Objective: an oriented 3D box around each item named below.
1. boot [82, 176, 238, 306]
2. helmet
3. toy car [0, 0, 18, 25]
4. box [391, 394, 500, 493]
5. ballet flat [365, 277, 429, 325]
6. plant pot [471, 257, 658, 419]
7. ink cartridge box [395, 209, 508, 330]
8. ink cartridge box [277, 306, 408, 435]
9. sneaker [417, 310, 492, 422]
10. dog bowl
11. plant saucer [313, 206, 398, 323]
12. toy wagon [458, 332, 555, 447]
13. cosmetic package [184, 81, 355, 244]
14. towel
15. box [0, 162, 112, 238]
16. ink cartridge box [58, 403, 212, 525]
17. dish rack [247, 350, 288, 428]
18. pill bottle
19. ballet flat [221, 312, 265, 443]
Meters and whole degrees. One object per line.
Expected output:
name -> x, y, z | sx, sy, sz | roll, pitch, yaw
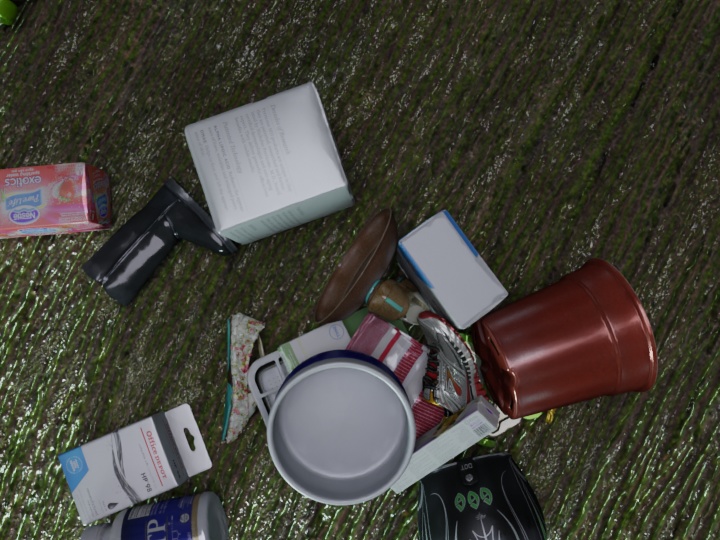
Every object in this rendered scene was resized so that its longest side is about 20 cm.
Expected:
boot -> -0.312, -0.022, 1.238 | 0.200, 0.066, 0.165 | -45, 76, -3
helmet -> 0.174, 0.372, 1.131 | 0.199, 0.200, 0.191 | -14, 69, 3
toy car -> -0.629, -0.512, 1.279 | 0.200, 0.158, 0.165 | 19, 83, 33
box -> 0.108, 0.244, 1.105 | 0.041, 0.039, 0.200 | 44, 120, -7
ballet flat -> 0.062, 0.048, 1.141 | 0.072, 0.200, 0.068 | 32, 93, 12
plant pot -> 0.273, 0.108, 1.111 | 0.195, 0.201, 0.201 | -19, 85, -8
ink cartridge box -> 0.124, 0.007, 1.142 | 0.086, 0.200, 0.147 | -36, 85, -1
ink cartridge box -> -0.005, 0.138, 1.186 | 0.199, 0.048, 0.146 | -25, 86, -16
sneaker -> 0.121, 0.149, 1.108 | 0.082, 0.078, 0.201 | -25, 106, -8
dog bowl -> -0.026, 0.213, 1.090 | 0.199, 0.079, 0.201 | 0, 98, -1
plant saucer -> 0.000, 0.000, 1.158 | 0.037, 0.200, 0.201 | 34, 89, -12
toy wagon -> 0.198, 0.188, 1.207 | 0.199, 0.040, 0.156 | 15, 88, 4
cosmetic package -> -0.128, -0.153, 1.186 | 0.199, 0.165, 0.166 | -20, 85, 1
towel -> 0.059, 0.171, 1.155 | 0.200, 0.023, 0.144 | 32, 80, -8
box -> -0.504, -0.108, 1.238 | 0.199, 0.103, 0.095 | -5, 86, 2
ink cartridge box -> -0.345, 0.295, 1.219 | 0.199, 0.067, 0.116 | -23, 84, 2
dish rack -> -0.066, 0.206, 1.202 | 0.171, 0.044, 0.201 | -22, 85, -18
pill bottle -> -0.307, 0.409, 1.184 | 0.199, 0.120, 0.120 | -13, 86, 3
ballet flat -> -0.178, 0.166, 1.218 | 0.064, 0.076, 0.201 | 3, 90, -12
